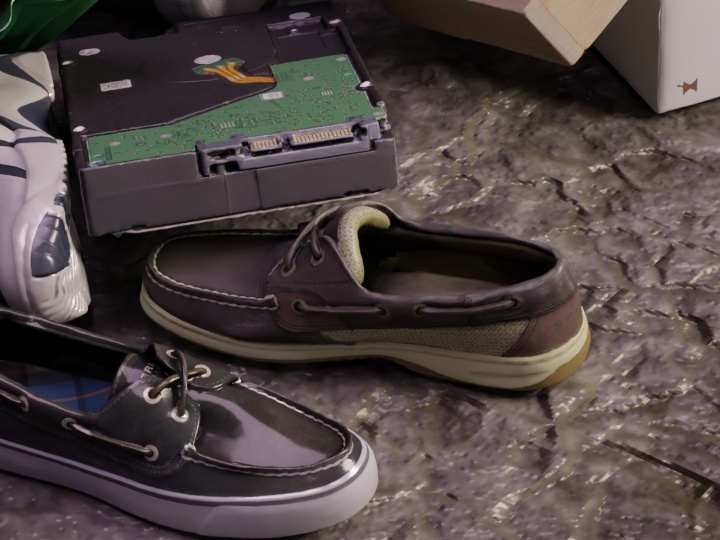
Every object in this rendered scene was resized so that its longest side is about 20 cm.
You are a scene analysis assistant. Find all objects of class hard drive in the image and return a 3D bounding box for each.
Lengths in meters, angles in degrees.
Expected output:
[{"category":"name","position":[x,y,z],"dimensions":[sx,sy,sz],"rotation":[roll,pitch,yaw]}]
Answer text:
[{"category":"hard drive","position":[-0.065,-0.072,1.321],"dimensions":[0.140,0.038,0.200],"rotation":[-10,21,-6]}]

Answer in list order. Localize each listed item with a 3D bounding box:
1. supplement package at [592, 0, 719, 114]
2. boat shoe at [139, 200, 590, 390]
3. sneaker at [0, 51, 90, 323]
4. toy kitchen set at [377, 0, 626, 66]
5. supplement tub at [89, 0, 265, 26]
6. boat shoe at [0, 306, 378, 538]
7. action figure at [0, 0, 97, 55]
[{"category":"supplement package","position":[0.151,-0.187,1.425],"dimensions":[0.117,0.117,0.200],"rotation":[-16,40,-17]},{"category":"boat shoe","position":[0.000,0.001,1.240],"dimensions":[0.201,0.066,0.072],"rotation":[9,40,16]},{"category":"sneaker","position":[-0.193,-0.030,1.287],"dimensions":[0.129,0.080,0.199],"rotation":[-11,37,-5]},{"category":"toy kitchen set","position":[0.041,-0.229,1.322],"dimensions":[0.163,0.200,0.180],"rotation":[-51,28,-8]},{"category":"supplement tub","position":[-0.143,-0.194,1.457],"dimensions":[0.200,0.123,0.123],"rotation":[12,41,19]},{"category":"boat shoe","position":[-0.090,0.059,1.182],"dimensions":[0.200,0.057,0.069],"rotation":[11,40,18]},{"category":"action figure","position":[-0.179,-0.124,1.359],"dimensions":[0.118,0.055,0.200],"rotation":[-13,-1,-26]}]
